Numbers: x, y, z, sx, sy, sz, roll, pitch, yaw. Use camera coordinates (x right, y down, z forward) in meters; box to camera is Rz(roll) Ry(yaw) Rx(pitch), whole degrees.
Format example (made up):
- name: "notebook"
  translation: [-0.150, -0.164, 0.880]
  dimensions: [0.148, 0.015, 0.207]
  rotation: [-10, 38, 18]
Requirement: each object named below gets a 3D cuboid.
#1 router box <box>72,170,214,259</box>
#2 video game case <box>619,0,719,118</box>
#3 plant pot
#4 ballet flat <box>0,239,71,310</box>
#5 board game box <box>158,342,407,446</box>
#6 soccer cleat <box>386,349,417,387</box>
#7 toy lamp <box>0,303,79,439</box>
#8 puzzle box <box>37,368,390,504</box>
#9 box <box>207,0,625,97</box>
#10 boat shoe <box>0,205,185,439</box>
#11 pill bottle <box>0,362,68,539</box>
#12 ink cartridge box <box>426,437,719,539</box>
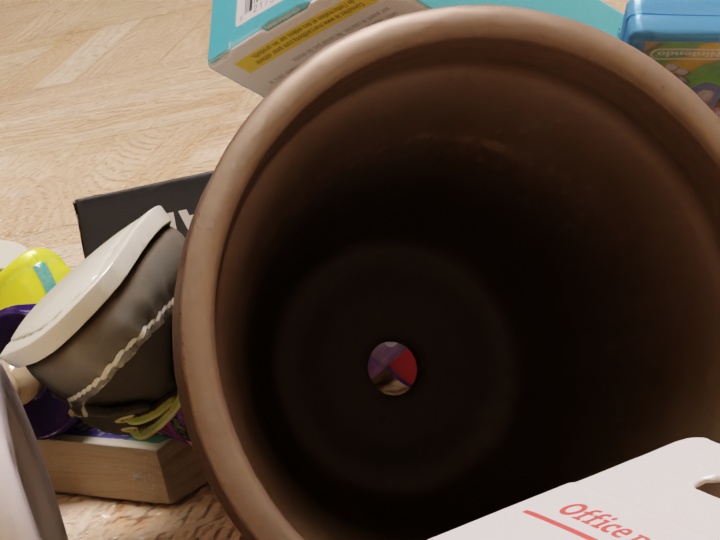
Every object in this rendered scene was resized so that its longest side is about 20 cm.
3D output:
- name: "router box"
  translation: [-0.012, -0.032, 1.246]
  dimensions: [0.199, 0.052, 0.149]
  rotation: [-11, 0, 29]
- name: "video game case"
  translation: [0.152, -0.028, 0.918]
  dimensions: [0.142, 0.200, 0.018]
  rotation: [0, 59, -2]
- name: "plant pot"
  translation: [0.025, 0.027, 0.875]
  dimensions: [0.199, 0.202, 0.175]
  rotation: [-17, -2, -14]
- name: "ballet flat"
  translation: [-0.175, 0.021, 1.193]
  dimensions: [0.067, 0.068, 0.200]
  rotation: [-23, 7, -30]
- name: "board game box"
  translation: [0.000, 0.000, 1.047]
  dimensions: [0.200, 0.032, 0.120]
  rotation: [-39, 20, -20]
- name: "soccer cleat"
  translation: [0.093, 0.009, 1.096]
  dimensions: [0.199, 0.067, 0.076]
  rotation: [-22, -7, -21]
- name: "toy lamp"
  translation: [-0.156, 0.055, 1.011]
  dimensions: [0.058, 0.059, 0.200]
  rotation: [-6, 11, 27]
- name: "puzzle box"
  translation: [-0.062, 0.047, 1.141]
  dimensions: [0.132, 0.026, 0.199]
  rotation: [2, 21, 44]
- name: "box"
  translation: [0.047, -0.067, 0.925]
  dimensions: [0.199, 0.050, 0.082]
  rotation: [26, -36, -37]
- name: "boat shoe"
  translation: [-0.078, 0.022, 0.905]
  dimensions: [0.072, 0.060, 0.202]
  rotation: [-41, 3, -1]
- name: "pill bottle"
  translation: [-0.197, 0.108, 0.851]
  dimensions: [0.199, 0.115, 0.114]
  rotation: [-18, 15, -2]
- name: "ink cartridge box"
  translation: [0.042, 0.117, 0.705]
  dimensions: [0.199, 0.068, 0.115]
  rotation: [-20, 16, -21]
